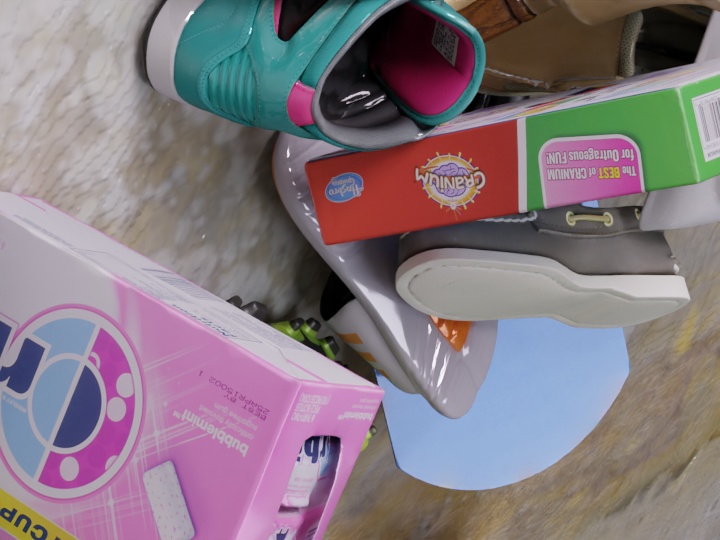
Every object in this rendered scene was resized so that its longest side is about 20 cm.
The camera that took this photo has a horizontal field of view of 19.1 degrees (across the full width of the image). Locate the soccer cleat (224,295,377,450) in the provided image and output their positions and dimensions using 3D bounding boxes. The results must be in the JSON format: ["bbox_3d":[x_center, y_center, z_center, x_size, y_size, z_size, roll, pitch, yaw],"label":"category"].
[{"bbox_3d":[-0.055,0.064,1.066,0.083,0.065,0.200,-33,158,11],"label":"soccer cleat"}]

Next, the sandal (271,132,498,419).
[{"bbox_3d":[0.003,-0.007,1.091,0.207,0.059,0.079,52,54,-37],"label":"sandal"}]

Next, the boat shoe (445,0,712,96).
[{"bbox_3d":[0.114,-0.118,1.060,0.198,0.076,0.072,0,101,-21],"label":"boat shoe"}]

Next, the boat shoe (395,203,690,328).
[{"bbox_3d":[0.090,-0.010,1.097,0.201,0.072,0.061,6,67,-43],"label":"boat shoe"}]

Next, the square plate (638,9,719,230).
[{"bbox_3d":[0.250,-0.105,1.077,0.199,0.028,0.199,-10,133,-28],"label":"square plate"}]

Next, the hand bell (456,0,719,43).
[{"bbox_3d":[0.069,-0.121,0.991,0.199,0.105,0.104,-27,164,27],"label":"hand bell"}]

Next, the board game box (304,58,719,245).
[{"bbox_3d":[0.098,-0.059,0.969,0.153,0.199,0.041,-20,99,-50],"label":"board game box"}]

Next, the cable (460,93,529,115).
[{"bbox_3d":[0.066,-0.123,1.110,0.096,0.050,0.202,10,92,-22],"label":"cable"}]

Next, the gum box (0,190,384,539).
[{"bbox_3d":[-0.094,0.058,0.832,0.066,0.199,0.114,10,105,-59],"label":"gum box"}]

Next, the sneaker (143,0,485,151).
[{"bbox_3d":[0.014,-0.122,0.933,0.200,0.120,0.084,-44,147,-29],"label":"sneaker"}]

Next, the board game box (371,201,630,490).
[{"bbox_3d":[0.065,0.021,1.191,0.157,0.039,0.201,-23,113,-22],"label":"board game box"}]
